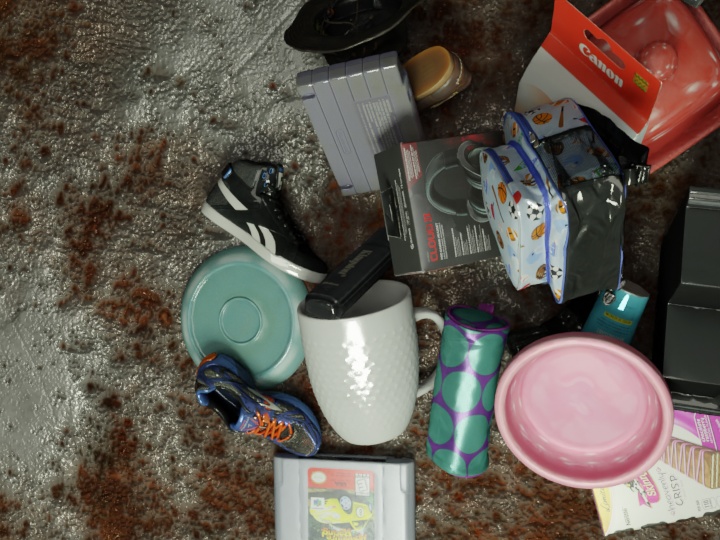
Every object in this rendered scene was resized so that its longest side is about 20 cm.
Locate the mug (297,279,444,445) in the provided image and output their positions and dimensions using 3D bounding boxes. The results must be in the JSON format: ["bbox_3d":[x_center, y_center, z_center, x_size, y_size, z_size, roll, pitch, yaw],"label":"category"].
[{"bbox_3d":[0.028,0.113,1.074,0.196,0.147,0.179,-14,106,-17],"label":"mug"}]

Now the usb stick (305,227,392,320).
[{"bbox_3d":[0.000,0.000,1.043,0.054,0.200,0.033,15,124,25],"label":"usb stick"}]

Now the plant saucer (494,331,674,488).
[{"bbox_3d":[0.254,0.154,0.966,0.196,0.051,0.205,8,118,16],"label":"plant saucer"}]

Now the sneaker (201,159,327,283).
[{"bbox_3d":[-0.111,-0.077,1.119,0.198,0.073,0.113,32,101,10],"label":"sneaker"}]

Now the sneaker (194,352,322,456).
[{"bbox_3d":[-0.141,0.194,1.125,0.197,0.079,0.076,30,115,-3],"label":"sneaker"}]

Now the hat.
[{"bbox_3d":[0.006,-0.299,1.065,0.196,0.203,0.082,-14,128,13],"label":"hat"}]

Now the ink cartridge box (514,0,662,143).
[{"bbox_3d":[0.248,-0.187,0.954,0.050,0.201,0.163,-36,68,-9],"label":"ink cartridge box"}]

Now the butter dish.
[{"bbox_3d":[0.333,-0.230,0.975,0.198,0.148,0.202,-34,86,13],"label":"butter dish"}]

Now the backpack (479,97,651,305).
[{"bbox_3d":[0.209,-0.083,0.918,0.150,0.193,0.202,-6,136,0],"label":"backpack"}]

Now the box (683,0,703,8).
[{"bbox_3d":[0.340,-0.410,0.972,0.198,0.051,0.158,35,60,8],"label":"box"}]

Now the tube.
[{"bbox_3d":[0.274,0.107,0.991,0.076,0.050,0.204,22,111,12],"label":"tube"}]

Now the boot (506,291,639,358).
[{"bbox_3d":[0.252,0.054,1.043,0.154,0.079,0.216,-13,91,13],"label":"boot"}]

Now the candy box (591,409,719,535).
[{"bbox_3d":[0.376,0.231,1.035,0.196,0.061,0.139,-16,89,13],"label":"candy box"}]

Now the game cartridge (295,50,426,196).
[{"bbox_3d":[0.011,-0.175,1.038,0.127,0.201,0.039,-13,53,9],"label":"game cartridge"}]

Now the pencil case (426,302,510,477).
[{"bbox_3d":[0.133,0.149,1.057,0.084,0.092,0.205,15,108,27],"label":"pencil case"}]

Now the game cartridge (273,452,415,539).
[{"bbox_3d":[-0.023,0.318,1.142,0.195,0.041,0.137,-1,97,12],"label":"game cartridge"}]

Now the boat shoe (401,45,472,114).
[{"bbox_3d":[0.049,-0.218,1.076,0.197,0.070,0.072,-15,77,33],"label":"boat shoe"}]

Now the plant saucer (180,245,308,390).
[{"bbox_3d":[-0.162,0.069,1.163,0.195,0.027,0.205,1,94,13],"label":"plant saucer"}]

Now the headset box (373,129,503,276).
[{"bbox_3d":[0.111,-0.082,1.018,0.196,0.077,0.152,-10,91,-27],"label":"headset box"}]

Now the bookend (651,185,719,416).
[{"bbox_3d":[0.382,0.040,0.926,0.090,0.200,0.203,6,74,13],"label":"bookend"}]
